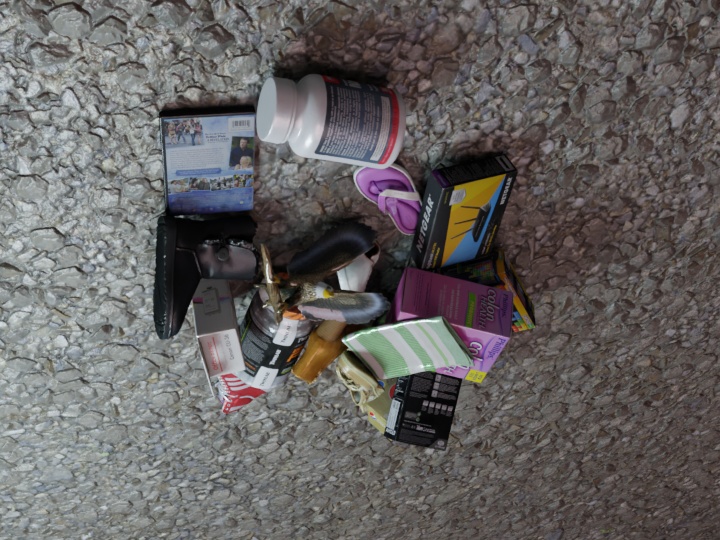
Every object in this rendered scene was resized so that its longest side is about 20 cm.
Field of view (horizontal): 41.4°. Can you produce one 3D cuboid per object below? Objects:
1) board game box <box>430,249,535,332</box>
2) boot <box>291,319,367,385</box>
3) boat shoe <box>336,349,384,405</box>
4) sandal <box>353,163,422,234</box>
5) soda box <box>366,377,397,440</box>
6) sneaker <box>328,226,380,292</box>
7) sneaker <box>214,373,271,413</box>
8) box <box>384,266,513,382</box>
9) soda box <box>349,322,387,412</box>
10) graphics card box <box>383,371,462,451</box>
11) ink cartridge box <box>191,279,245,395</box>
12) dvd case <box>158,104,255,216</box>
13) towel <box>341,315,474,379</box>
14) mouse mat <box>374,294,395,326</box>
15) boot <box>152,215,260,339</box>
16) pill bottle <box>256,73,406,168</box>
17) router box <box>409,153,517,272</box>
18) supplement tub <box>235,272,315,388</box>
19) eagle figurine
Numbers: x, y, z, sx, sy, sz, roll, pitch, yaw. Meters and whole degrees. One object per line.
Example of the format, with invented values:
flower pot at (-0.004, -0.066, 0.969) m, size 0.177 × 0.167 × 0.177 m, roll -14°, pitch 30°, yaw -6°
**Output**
board game box at (0.223, 0.053, 1.791) m, size 0.163 × 0.057 × 0.200 m, roll -15°, pitch 141°, yaw 21°
boot at (-0.061, 0.139, 1.732) m, size 0.145 × 0.070 × 0.201 m, roll -54°, pitch 166°, yaw 4°
boat shoe at (-0.009, 0.204, 1.753) m, size 0.063 × 0.073 × 0.201 m, roll -40°, pitch 159°, yaw -2°
sandal at (0.063, -0.115, 1.586) m, size 0.082 × 0.050 × 0.202 m, roll -32°, pitch 139°, yaw 17°
soda box at (0.106, 0.239, 1.898) m, size 0.199 × 0.067 × 0.065 m, roll -39°, pitch 146°, yaw -23°
sneaker at (0.000, 0.000, 1.674) m, size 0.083 × 0.073 × 0.202 m, roll -13°, pitch 137°, yaw -1°
sneaker at (-0.257, 0.205, 1.814) m, size 0.112 × 0.072 × 0.200 m, roll -35°, pitch 138°, yaw 15°
box at (0.150, 0.100, 1.695) m, size 0.197 × 0.098 × 0.177 m, roll 13°, pitch 146°, yaw -5°
soda box at (0.011, 0.192, 1.886) m, size 0.063 × 0.068 × 0.202 m, roll -21°, pitch 140°, yaw -11°
graphics card box at (0.127, 0.234, 1.821) m, size 0.124 × 0.051 × 0.203 m, roll 15°, pitch 86°, yaw -30°
ink cartridge box at (-0.239, 0.094, 1.600) m, size 0.066 × 0.202 × 0.117 m, roll -12°, pitch 140°, yaw -5°
dvd case at (-0.233, -0.164, 1.459) m, size 0.140 × 0.018 × 0.202 m, roll -5°, pitch 138°, yaw -13°
towel at (0.083, 0.138, 1.662) m, size 0.197 × 0.024 × 0.153 m, roll -10°, pitch 140°, yaw 28°
mouse mat at (0.132, 0.106, 1.824) m, size 0.197 × 0.008 × 0.162 m, roll 12°, pitch 146°, yaw -9°
boot at (-0.244, 0.010, 1.530) m, size 0.166 × 0.076 × 0.204 m, roll 2°, pitch 92°, yaw -27°
pill bottle at (-0.044, -0.220, 1.385) m, size 0.197 × 0.121 × 0.120 m, roll 6°, pitch 134°, yaw -24°
router box at (0.173, -0.095, 1.623) m, size 0.147 × 0.051 × 0.202 m, roll -15°, pitch 142°, yaw -22°
supplement tub at (-0.153, 0.107, 1.702) m, size 0.121 × 0.124 × 0.201 m, roll 6°, pitch 134°, yaw -24°
eagle figurine at (-0.063, 0.021, 1.558) m, size 0.198 × 0.151 × 0.153 m, roll -15°, pitch 140°, yaw -29°
